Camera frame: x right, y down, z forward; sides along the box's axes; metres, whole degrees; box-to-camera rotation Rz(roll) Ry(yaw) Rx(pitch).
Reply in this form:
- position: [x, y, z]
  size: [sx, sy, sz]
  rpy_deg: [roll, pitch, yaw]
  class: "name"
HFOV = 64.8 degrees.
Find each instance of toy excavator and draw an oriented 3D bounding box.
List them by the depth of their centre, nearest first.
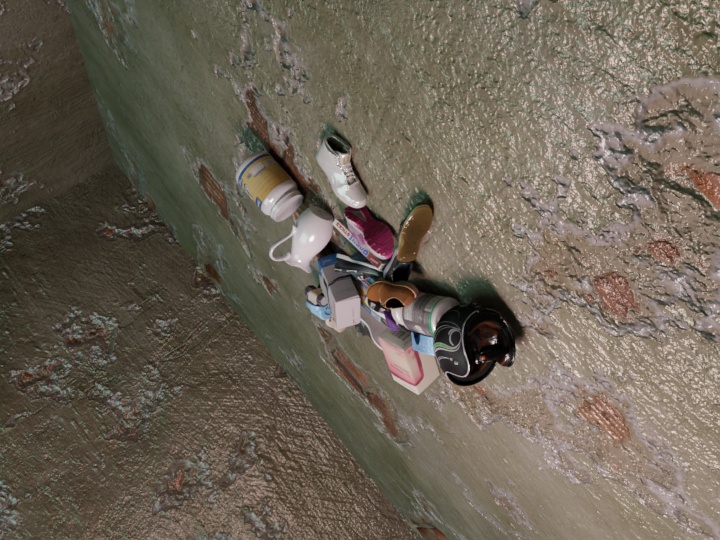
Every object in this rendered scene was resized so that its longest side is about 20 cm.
- position: [-0.125, 0.152, 2.152]
  size: [0.100, 0.193, 0.202]
  rpy_deg: [30, 119, 40]
  class: "toy excavator"

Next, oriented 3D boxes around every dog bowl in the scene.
- position: [0.208, 0.211, 1.613]
  size: [0.110, 0.050, 0.200]
  rpy_deg: [10, 176, -10]
  class: "dog bowl"

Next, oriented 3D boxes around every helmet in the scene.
- position: [0.271, 0.183, 1.406]
  size: [0.201, 0.199, 0.191]
  rpy_deg: [53, 159, -1]
  class: "helmet"

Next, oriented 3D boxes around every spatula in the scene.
- position: [0.085, 0.085, 1.674]
  size: [0.020, 0.202, 0.056]
  rpy_deg: [-22, 147, 32]
  class: "spatula"

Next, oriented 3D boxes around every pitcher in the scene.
- position: [-0.185, -0.102, 1.791]
  size: [0.201, 0.170, 0.122]
  rpy_deg: [-60, 43, 24]
  class: "pitcher"

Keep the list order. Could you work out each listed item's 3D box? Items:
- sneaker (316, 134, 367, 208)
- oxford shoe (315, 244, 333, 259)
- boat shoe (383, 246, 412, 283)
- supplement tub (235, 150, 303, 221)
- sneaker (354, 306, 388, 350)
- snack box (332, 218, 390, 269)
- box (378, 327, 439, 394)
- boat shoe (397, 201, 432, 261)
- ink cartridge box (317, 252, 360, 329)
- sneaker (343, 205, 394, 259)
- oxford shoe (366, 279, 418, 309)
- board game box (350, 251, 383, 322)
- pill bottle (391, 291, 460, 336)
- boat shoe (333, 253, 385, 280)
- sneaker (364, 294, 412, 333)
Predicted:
- position: [-0.044, -0.265, 1.505]
  size: [0.201, 0.073, 0.116]
  rpy_deg: [52, 159, 4]
  class: "sneaker"
- position: [-0.112, -0.057, 1.930]
  size: [0.072, 0.071, 0.201]
  rpy_deg: [10, 140, 28]
  class: "oxford shoe"
- position: [0.110, 0.010, 1.586]
  size: [0.201, 0.069, 0.067]
  rpy_deg: [111, 160, -55]
  class: "boat shoe"
- position: [-0.296, -0.273, 1.851]
  size: [0.200, 0.144, 0.145]
  rpy_deg: [48, 155, 11]
  class: "supplement tub"
- position: [0.047, 0.216, 1.996]
  size: [0.200, 0.070, 0.099]
  rpy_deg: [50, 158, 20]
  class: "sneaker"
- position: [0.004, -0.080, 1.673]
  size: [0.200, 0.072, 0.024]
  rpy_deg: [45, 110, 17]
  class: "snack box"
- position: [0.157, 0.275, 1.825]
  size: [0.127, 0.109, 0.201]
  rpy_deg: [23, 142, 47]
  class: "box"
- position: [0.126, -0.104, 1.422]
  size: [0.201, 0.072, 0.065]
  rpy_deg: [110, 156, -49]
  class: "boat shoe"
- position: [-0.071, 0.066, 1.856]
  size: [0.145, 0.083, 0.201]
  rpy_deg: [88, 162, -48]
  class: "ink cartridge box"
- position: [0.028, -0.099, 1.595]
  size: [0.200, 0.081, 0.089]
  rpy_deg: [53, 163, 31]
  class: "sneaker"
- position: [0.072, 0.073, 1.585]
  size: [0.071, 0.072, 0.199]
  rpy_deg: [46, 154, -23]
  class: "oxford shoe"
- position: [0.027, 0.055, 1.836]
  size: [0.151, 0.047, 0.201]
  rpy_deg: [39, 152, 27]
  class: "board game box"
- position: [0.180, 0.119, 1.570]
  size: [0.199, 0.113, 0.114]
  rpy_deg: [10, 132, 57]
  class: "pill bottle"
- position: [0.000, 0.000, 1.714]
  size: [0.199, 0.061, 0.075]
  rpy_deg: [18, -178, 44]
  class: "boat shoe"
- position: [0.100, 0.124, 1.744]
  size: [0.199, 0.074, 0.088]
  rpy_deg: [34, 172, -11]
  class: "sneaker"
